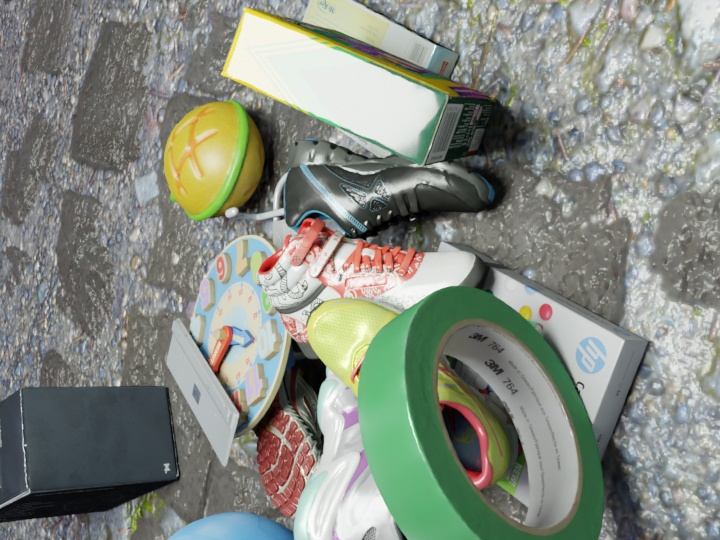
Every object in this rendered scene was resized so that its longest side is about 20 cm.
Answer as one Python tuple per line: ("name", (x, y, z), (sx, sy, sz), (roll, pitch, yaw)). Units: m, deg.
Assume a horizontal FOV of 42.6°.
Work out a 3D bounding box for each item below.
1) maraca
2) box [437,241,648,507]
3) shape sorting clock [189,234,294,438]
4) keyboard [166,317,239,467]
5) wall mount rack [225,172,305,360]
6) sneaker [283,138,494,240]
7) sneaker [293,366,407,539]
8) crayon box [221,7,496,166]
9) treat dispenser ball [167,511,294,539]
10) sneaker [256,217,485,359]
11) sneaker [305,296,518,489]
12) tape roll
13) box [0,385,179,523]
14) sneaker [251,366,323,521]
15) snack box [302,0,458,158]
("maraca", (-0.174, -0.126, 1.049), (0.199, 0.106, 0.140), (19, 87, 60))
("box", (0.121, 0.086, 0.765), (0.199, 0.041, 0.159), (32, 110, 42))
("shape sorting clock", (-0.126, 0.065, 0.920), (0.198, 0.039, 0.205), (-14, 72, 50))
("keyboard", (-0.162, 0.117, 0.927), (0.200, 0.010, 0.057), (43, 127, 54))
("wall mount rack", (-0.070, -0.012, 0.948), (0.172, 0.074, 0.205), (-10, 80, 44))
("sneaker", (0.022, -0.062, 0.824), (0.196, 0.073, 0.084), (8, 80, 23))
("sneaker", (0.030, 0.153, 0.781), (0.137, 0.078, 0.204), (-2, 61, 22))
("crayon box", (0.008, -0.147, 0.749), (0.170, 0.200, 0.059), (25, 106, 13))
("treat dispenser ball", (-0.122, 0.336, 0.880), (0.198, 0.198, 0.206), (-5, 82, 45))
("sneaker", (-0.001, 0.001, 0.778), (0.199, 0.068, 0.109), (-22, 112, 35))
("sneaker", (0.038, 0.092, 0.702), (0.198, 0.090, 0.079), (37, 104, 7))
("tape roll", (0.086, 0.111, 0.627), (0.048, 0.198, 0.204), (-35, 62, 38))
("box", (-0.363, 0.228, 1.143), (0.195, 0.197, 0.127), (-27, 67, 41))
("sneaker", (-0.059, 0.159, 0.911), (0.078, 0.081, 0.202), (-54, 43, 28))
("snack box", (0.000, -0.198, 0.918), (0.199, 0.037, 0.118), (40, 113, 40))
